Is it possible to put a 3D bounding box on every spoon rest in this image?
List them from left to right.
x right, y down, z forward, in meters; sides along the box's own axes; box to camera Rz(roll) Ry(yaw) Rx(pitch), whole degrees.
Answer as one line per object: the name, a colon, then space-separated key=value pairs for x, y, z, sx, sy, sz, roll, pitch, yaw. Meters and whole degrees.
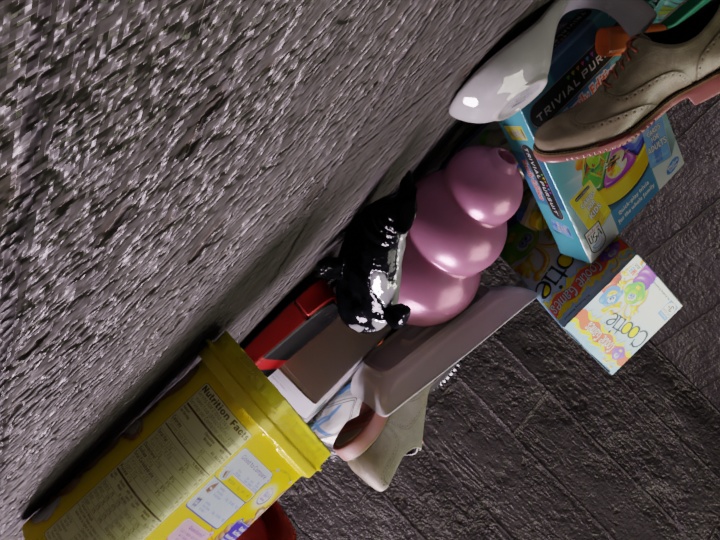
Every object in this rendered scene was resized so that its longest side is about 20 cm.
spoon rest: x=0.151 y=-0.183 z=0.834 sx=0.198 sy=0.061 sz=0.100 roll=-30 pitch=168 yaw=-21

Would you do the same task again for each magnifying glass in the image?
magnifying glass: x=0.293 y=-0.219 z=0.941 sx=0.197 sy=0.081 sz=0.022 roll=-12 pitch=-160 yaw=-32

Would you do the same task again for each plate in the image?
plate: x=0.076 y=0.071 z=1.081 sx=0.199 sy=0.033 sz=0.200 roll=-38 pitch=-173 yaw=-8

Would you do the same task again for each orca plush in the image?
orca plush: x=0.000 y=0.000 z=0.873 sx=0.070 sy=0.107 sz=0.200 roll=-12 pitch=165 yaw=-18

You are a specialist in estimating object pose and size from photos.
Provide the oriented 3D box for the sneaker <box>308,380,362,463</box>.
sneaker: x=-0.013 y=0.177 z=1.237 sx=0.200 sy=0.071 sz=0.073 roll=-40 pitch=-151 yaw=40

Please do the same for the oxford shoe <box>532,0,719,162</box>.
oxford shoe: x=0.228 y=-0.162 z=0.858 sx=0.198 sy=0.075 sz=0.071 roll=-29 pitch=-151 yaw=4

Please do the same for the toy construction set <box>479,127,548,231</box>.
toy construction set: x=0.197 y=-0.152 z=1.014 sx=0.091 sy=0.132 sz=0.201 roll=12 pitch=-122 yaw=46

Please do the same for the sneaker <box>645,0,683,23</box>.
sneaker: x=0.281 y=-0.266 z=0.980 sx=0.080 sy=0.077 sz=0.200 roll=-55 pitch=177 yaw=-16

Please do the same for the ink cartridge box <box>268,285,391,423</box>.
ink cartridge box: x=-0.050 y=0.108 z=1.213 sx=0.146 sy=0.084 sz=0.200 roll=-44 pitch=174 yaw=-22

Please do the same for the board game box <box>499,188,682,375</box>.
board game box: x=0.228 y=-0.005 z=1.075 sx=0.103 sy=0.105 sz=0.201 roll=-45 pitch=-144 yaw=9

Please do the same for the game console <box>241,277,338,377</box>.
game console: x=-0.093 y=0.079 z=1.001 sx=0.176 sy=0.031 sz=0.200 roll=-40 pitch=174 yaw=-2

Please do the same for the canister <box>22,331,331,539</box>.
canister: x=-0.132 y=0.160 z=0.751 sx=0.200 sy=0.086 sz=0.149 roll=-42 pitch=146 yaw=-8

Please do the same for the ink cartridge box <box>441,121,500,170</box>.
ink cartridge box: x=0.144 y=-0.107 z=1.171 sx=0.136 sy=0.076 sz=0.200 roll=-42 pitch=173 yaw=-23

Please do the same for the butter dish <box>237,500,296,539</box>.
butter dish: x=-0.199 y=0.277 z=1.073 sx=0.200 sy=0.148 sz=0.200 roll=-46 pitch=-144 yaw=-4

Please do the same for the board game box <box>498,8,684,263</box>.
board game box: x=0.216 y=-0.133 z=0.954 sx=0.151 sy=0.201 sz=0.047 roll=-44 pitch=-146 yaw=-16

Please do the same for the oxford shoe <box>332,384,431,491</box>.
oxford shoe: x=0.040 y=0.162 z=1.103 sx=0.070 sy=0.074 sz=0.200 roll=-30 pitch=-170 yaw=42

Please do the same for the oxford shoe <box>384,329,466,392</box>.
oxford shoe: x=0.067 y=0.101 z=1.225 sx=0.073 sy=0.084 sz=0.199 roll=-54 pitch=-168 yaw=-33

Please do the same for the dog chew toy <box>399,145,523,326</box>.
dog chew toy: x=0.085 y=-0.039 z=0.982 sx=0.201 sy=0.124 sz=0.124 roll=-54 pitch=171 yaw=35
